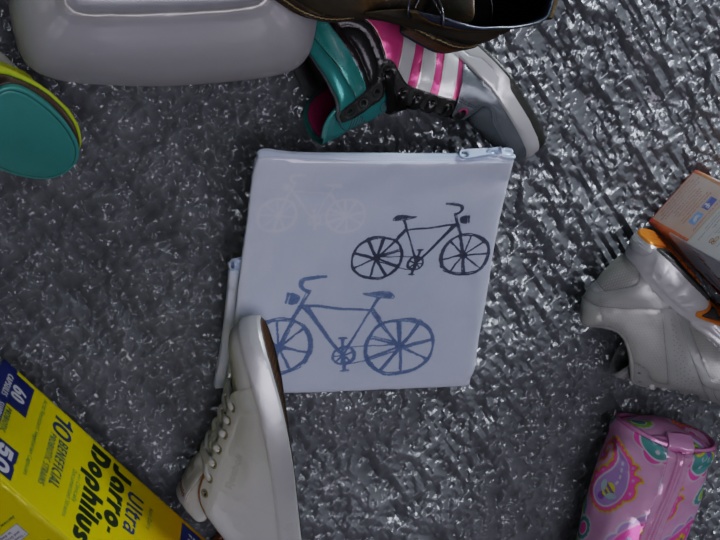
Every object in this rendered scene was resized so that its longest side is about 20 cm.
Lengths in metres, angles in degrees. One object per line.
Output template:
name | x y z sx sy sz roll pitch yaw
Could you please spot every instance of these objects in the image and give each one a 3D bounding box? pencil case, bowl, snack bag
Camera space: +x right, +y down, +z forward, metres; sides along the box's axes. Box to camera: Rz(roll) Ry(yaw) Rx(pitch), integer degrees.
pencil case | 0.199 0.206 1.356 0.087 0.087 0.202 13 99 -19
bowl | -0.122 -0.216 1.120 0.198 0.075 0.202 -2 91 -5
snack bag | 0.000 0.000 1.244 0.187 0.021 0.202 -1 124 -15

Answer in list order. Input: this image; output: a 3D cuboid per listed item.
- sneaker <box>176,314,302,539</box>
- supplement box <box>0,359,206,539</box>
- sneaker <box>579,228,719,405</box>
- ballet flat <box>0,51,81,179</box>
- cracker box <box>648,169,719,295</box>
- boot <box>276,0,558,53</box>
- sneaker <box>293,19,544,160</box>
sneaker | -0.087 0.126 1.243 0.084 0.073 0.202 -5 117 -2
supplement box | -0.208 0.177 1.195 0.109 0.109 0.200 -36 114 20
sneaker | 0.235 0.062 1.344 0.092 0.076 0.200 -40 110 12
ballet flat | -0.246 -0.118 1.129 0.067 0.067 0.200 -36 150 18
cracker box | 0.297 0.012 1.271 0.134 0.200 0.058 43 90 -21
boot | 0.025 -0.182 1.097 0.199 0.096 0.076 11 84 -39
sneaker | 0.022 -0.118 1.214 0.121 0.084 0.200 -46 104 -6
